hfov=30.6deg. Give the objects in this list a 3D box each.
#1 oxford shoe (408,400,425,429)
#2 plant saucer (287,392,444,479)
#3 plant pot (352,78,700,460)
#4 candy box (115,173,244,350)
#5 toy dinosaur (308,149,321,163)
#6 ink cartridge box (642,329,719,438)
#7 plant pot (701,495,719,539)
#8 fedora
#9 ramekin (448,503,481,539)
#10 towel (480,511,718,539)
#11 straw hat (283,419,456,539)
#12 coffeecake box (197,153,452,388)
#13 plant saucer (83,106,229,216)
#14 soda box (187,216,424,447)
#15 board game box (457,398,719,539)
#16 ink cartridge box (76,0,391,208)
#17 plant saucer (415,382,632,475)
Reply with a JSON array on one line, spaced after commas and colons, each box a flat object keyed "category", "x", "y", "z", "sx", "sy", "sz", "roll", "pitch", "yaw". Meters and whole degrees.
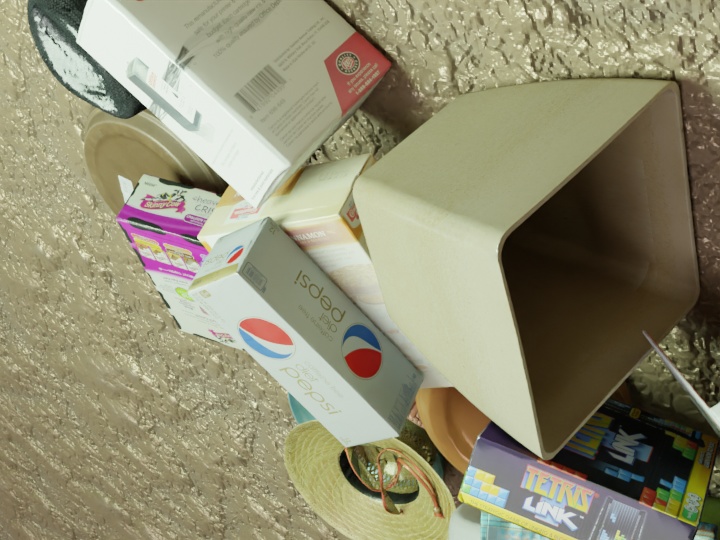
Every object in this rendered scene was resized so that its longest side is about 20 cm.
[{"category": "oxford shoe", "x": 0.043, "y": 0.104, "z": 1.278, "sx": 0.199, "sy": 0.071, "sz": 0.074, "roll": 35, "pitch": 166, "yaw": 12}, {"category": "plant saucer", "x": 0.010, "y": 0.168, "z": 1.401, "sx": 0.199, "sy": 0.027, "sz": 0.201, "roll": 27, "pitch": 144, "yaw": 22}, {"category": "plant pot", "x": 0.111, "y": -0.024, "z": 0.956, "sx": 0.176, "sy": 0.200, "sz": 0.201, "roll": 23, "pitch": 143, "yaw": 40}, {"category": "candy box", "x": -0.140, "y": 0.001, "z": 1.292, "sx": 0.135, "sy": 0.061, "sz": 0.201, "roll": 16, "pitch": 150, "yaw": 22}, {"category": "toy dinosaur", "x": -0.090, "y": -0.100, "z": 1.182, "sx": 0.101, "sy": 0.058, "sz": 0.201, "roll": 18, "pitch": 139, "yaw": 34}, {"category": "ink cartridge box", "x": 0.299, "y": 0.132, "z": 0.963, "sx": 0.200, "sy": 0.043, "sz": 0.174, "roll": 45, "pitch": -169, "yaw": -48}, {"category": "plant pot", "x": 0.331, "y": 0.269, "z": 1.075, "sx": 0.199, "sy": 0.187, "sz": 0.188, "roll": -12, "pitch": 120, "yaw": 37}, {"category": "fedora", "x": -0.225, "y": -0.205, "z": 1.163, "sx": 0.200, "sy": 0.092, "sz": 0.201, "roll": 30, "pitch": 145, "yaw": 24}, {"category": "ramekin", "x": 0.172, "y": 0.261, "z": 1.190, "sx": 0.200, "sy": 0.200, "sz": 0.099, "roll": -1, "pitch": 95, "yaw": 45}, {"category": "towel", "x": 0.184, "y": 0.266, "z": 1.057, "sx": 0.199, "sy": 0.148, "sz": 0.022, "roll": 0, "pitch": 173, "yaw": 31}, {"category": "straw hat", "x": 0.028, "y": 0.189, "z": 1.307, "sx": 0.200, "sy": 0.085, "sz": 0.202, "roll": 21, "pitch": 138, "yaw": 20}, {"category": "coffeecake box", "x": -0.014, "y": 0.009, "z": 1.096, "sx": 0.153, "sy": 0.073, "sz": 0.200, "roll": -7, "pitch": 132, "yaw": 38}, {"category": "plant saucer", "x": -0.210, "y": -0.088, "z": 1.342, "sx": 0.199, "sy": 0.029, "sz": 0.201, "roll": 27, "pitch": 144, "yaw": 22}, {"category": "soda box", "x": -0.041, "y": 0.053, "z": 1.051, "sx": 0.068, "sy": 0.064, "sz": 0.200, "roll": -19, "pitch": 123, "yaw": 43}, {"category": "board game box", "x": 0.181, "y": 0.150, "z": 1.003, "sx": 0.164, "sy": 0.200, "sz": 0.057, "roll": 22, "pitch": 106, "yaw": 14}, {"category": "ink cartridge box", "x": -0.100, "y": -0.172, "z": 1.034, "sx": 0.200, "sy": 0.146, "sz": 0.085, "roll": 44, "pitch": 147, "yaw": -1}, {"category": "plant saucer", "x": 0.139, "y": 0.127, "z": 1.162, "sx": 0.199, "sy": 0.037, "sz": 0.202, "roll": 12, "pitch": 123, "yaw": 19}]
